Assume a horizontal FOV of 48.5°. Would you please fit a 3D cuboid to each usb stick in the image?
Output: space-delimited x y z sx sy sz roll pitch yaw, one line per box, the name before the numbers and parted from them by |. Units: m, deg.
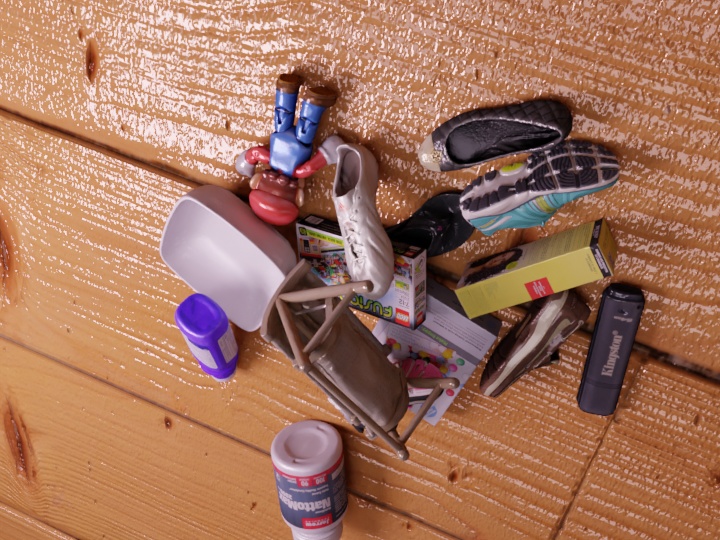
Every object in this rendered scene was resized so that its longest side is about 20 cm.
usb stick | 0.330 0.109 1.060 0.054 0.033 0.203 14 123 16

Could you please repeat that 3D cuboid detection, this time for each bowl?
bowl | -0.184 -0.026 1.156 0.199 0.075 0.200 40 144 -2

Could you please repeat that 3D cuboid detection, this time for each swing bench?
swing bench | -0.014 0.109 1.024 0.199 0.130 0.199 46 166 -26

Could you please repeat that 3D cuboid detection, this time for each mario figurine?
mario figurine | -0.094 -0.157 1.075 0.123 0.105 0.203 43 124 40

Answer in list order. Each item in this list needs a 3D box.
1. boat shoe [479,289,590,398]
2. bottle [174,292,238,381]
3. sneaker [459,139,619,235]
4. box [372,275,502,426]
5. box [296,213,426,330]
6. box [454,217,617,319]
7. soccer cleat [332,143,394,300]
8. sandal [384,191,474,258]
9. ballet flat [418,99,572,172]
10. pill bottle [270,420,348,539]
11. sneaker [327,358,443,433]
boat shoe | 0.235 0.110 1.078 0.074 0.075 0.204 29 126 -3
bottle | -0.230 0.113 1.243 0.083 0.065 0.201 37 158 22
sneaker | 0.219 -0.097 0.974 0.197 0.079 0.080 -16 138 28
box | 0.091 0.113 1.162 0.154 0.041 0.202 32 127 4
box | 0.000 0.000 1.104 0.197 0.035 0.112 18 124 32
box | 0.221 -0.001 1.017 0.197 0.076 0.051 -20 111 30
soccer cleat | -0.003 -0.063 1.019 0.068 0.077 0.204 -14 75 27
sandal | 0.073 -0.039 1.073 0.199 0.048 0.076 -27 105 33
ballet flat | 0.155 -0.160 0.960 0.197 0.057 0.067 -13 113 29
pill bottle | -0.080 0.365 1.337 0.117 0.120 0.203 6 122 20
sneaker | 0.048 0.190 1.159 0.198 0.074 0.088 -18 112 36
